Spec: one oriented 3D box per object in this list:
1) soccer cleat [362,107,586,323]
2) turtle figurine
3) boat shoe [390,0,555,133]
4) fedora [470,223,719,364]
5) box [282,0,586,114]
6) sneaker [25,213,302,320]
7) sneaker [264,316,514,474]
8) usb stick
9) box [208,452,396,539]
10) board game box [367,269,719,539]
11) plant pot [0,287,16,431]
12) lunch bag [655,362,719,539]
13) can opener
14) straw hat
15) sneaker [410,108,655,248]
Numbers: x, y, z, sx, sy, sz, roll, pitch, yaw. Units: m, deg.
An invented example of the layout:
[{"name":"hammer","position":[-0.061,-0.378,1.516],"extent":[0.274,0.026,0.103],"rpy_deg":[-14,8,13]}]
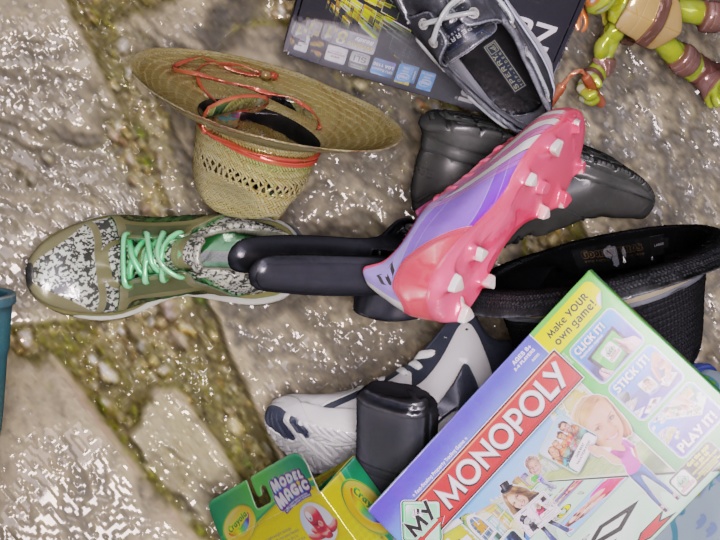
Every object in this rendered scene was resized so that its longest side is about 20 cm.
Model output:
[{"name":"soccer cleat","position":[0.082,-0.046,0.825],"extent":[0.076,0.067,0.200],"rpy_deg":[20,56,32]},{"name":"turtle figurine","position":[0.220,-0.182,0.948],"extent":[0.160,0.064,0.201],"rpy_deg":[19,107,-23]},{"name":"boat shoe","position":[0.067,-0.171,0.850],"extent":[0.071,0.068,0.200],"rpy_deg":[-30,119,21]},{"name":"fedora","position":[0.171,0.033,0.849],"extent":[0.199,0.200,0.092],"rpy_deg":[-15,99,-13]},{"name":"box","position":[0.059,-0.207,0.896],"extent":[0.198,0.162,0.049],"rpy_deg":[16,35,-8]},{"name":"sneaker","position":[-0.129,-0.012,0.853],"extent":[0.198,0.089,0.078],"rpy_deg":[-6,82,-12]},{"name":"sneaker","position":[0.040,0.085,0.883],"extent":[0.197,0.080,0.130],"rpy_deg":[3,50,16]},{"name":"usb stick","position":[0.022,0.162,0.825],"extent":[0.055,0.033,0.202],"rpy_deg":[10,119,16]},{"name":"box","position":[-0.007,0.210,0.818],"extent":[0.201,0.117,0.048],"rpy_deg":[53,41,-4]},{"name":"board game box","position":[0.118,0.118,0.745],"extent":[0.134,0.029,0.200],"rpy_deg":[43,100,9]},{"name":"plant pot","position":[-0.309,0.108,0.753],"extent":[0.198,0.200,0.190],"rpy_deg":[-1,93,-11]},{"name":"lunch bag","position":[0.198,0.166,0.846],"extent":[0.199,0.082,0.162],"rpy_deg":[-32,128,-22]},{"name":"can opener","position":[0.000,0.000,0.840],"extent":[0.199,0.063,0.079],"rpy_deg":[3,103,-47]},{"name":"straw hat","position":[-0.074,-0.081,0.860],"extent":[0.199,0.201,0.086],"rpy_deg":[14,111,-8]},{"name":"sneaker","position":[0.125,-0.058,0.926],"extent":[0.198,0.076,0.091],"rpy_deg":[11,105,-17]}]
